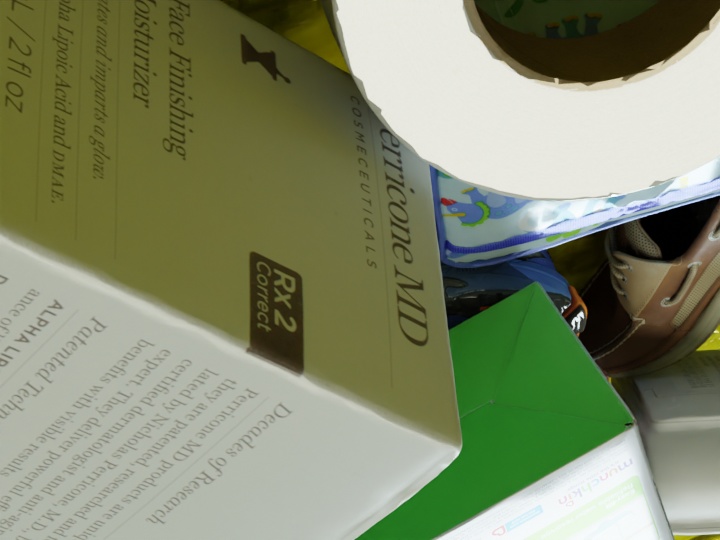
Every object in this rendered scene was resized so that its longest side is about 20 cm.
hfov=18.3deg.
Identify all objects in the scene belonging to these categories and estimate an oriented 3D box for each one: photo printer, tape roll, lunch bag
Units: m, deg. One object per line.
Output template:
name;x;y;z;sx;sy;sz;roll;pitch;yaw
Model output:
photo printer;0.233;0.081;1.126;0.199;0.070;0.166;-3;-171;0
tape roll;0.082;-0.119;0.779;0.201;0.037;0.204;-6;124;-10
lunch bag;0.110;-0.079;0.915;0.199;0.083;0.161;-16;155;-7

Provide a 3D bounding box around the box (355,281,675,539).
box;0.034;0.133;0.985;0.199;0.097;0.177;-29;140;-2

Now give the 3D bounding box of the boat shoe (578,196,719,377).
boat shoe;0.150;-0.016;1.071;0.071;0.076;0.200;14;139;-27

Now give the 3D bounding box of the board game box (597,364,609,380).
board game box;0.092;0.066;1.138;0.019;0.103;0.200;-41;155;-10

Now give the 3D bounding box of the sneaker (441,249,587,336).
sneaker;0.000;0.000;0.988;0.199;0.079;0.076;10;130;-25

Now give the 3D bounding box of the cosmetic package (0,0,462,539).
cosmetic package;-0.095;0.006;0.784;0.199;0.165;0.165;26;130;-30
